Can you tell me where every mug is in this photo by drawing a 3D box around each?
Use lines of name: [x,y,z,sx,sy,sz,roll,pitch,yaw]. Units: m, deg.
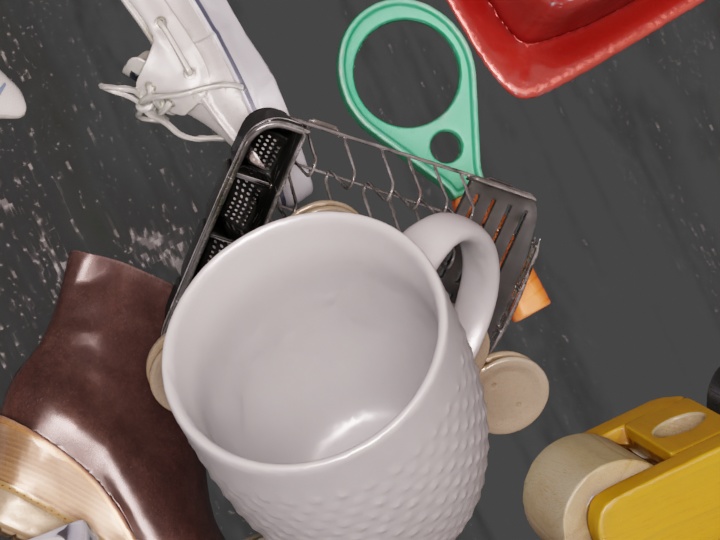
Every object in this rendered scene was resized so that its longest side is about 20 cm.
mug: [0.008,0.059,1.308,0.147,0.176,0.200,25,68,29]

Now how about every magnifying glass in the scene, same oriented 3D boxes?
magnifying glass: [0.053,-0.064,1.467,0.079,0.022,0.201,-28,92,-9]

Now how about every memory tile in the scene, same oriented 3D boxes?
memory tile: [-0.006,0.062,1.392,0.153,0.017,0.200,-45,120,10]

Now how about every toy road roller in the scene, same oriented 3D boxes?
toy road roller: [0.206,0.144,1.433,0.199,0.123,0.147,-21,102,-10]

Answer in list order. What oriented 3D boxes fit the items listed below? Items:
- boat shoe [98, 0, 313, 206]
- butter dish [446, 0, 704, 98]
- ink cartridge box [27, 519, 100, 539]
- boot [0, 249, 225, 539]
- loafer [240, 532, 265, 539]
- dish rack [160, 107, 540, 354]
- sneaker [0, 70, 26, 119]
boat shoe: [-0.105,-0.114,1.419,0.086,0.075,0.202,-29,90,-9]
butter dish: [0.129,-0.229,1.423,0.200,0.148,0.200,-30,91,-8]
ink cartridge box: [-0.224,0.239,1.299,0.197,0.200,0.043,-22,127,14]
boot: [-0.103,0.097,1.412,0.199,0.072,0.167,26,75,-18]
loafer: [-0.056,0.183,1.335,0.200,0.068,0.076,-21,94,-52]
dish rack: [0.000,0.000,1.400,0.199,0.055,0.154,17,112,-21]
sneaker: [-0.253,-0.037,1.396,0.087,0.074,0.201,29,85,-12]
